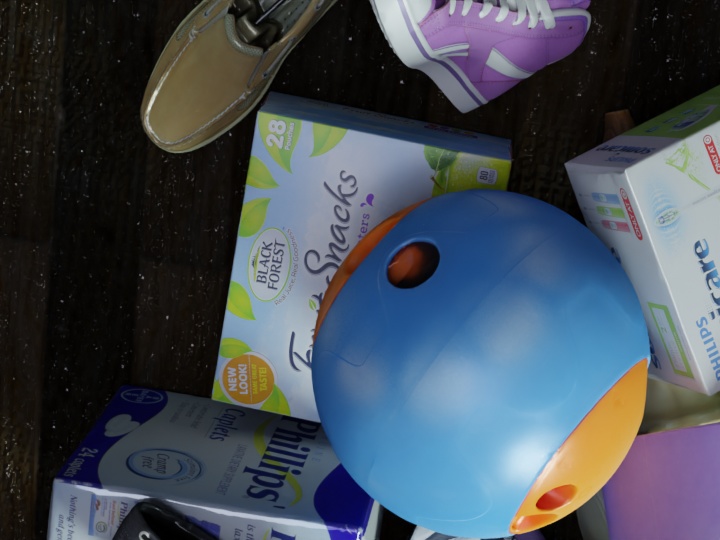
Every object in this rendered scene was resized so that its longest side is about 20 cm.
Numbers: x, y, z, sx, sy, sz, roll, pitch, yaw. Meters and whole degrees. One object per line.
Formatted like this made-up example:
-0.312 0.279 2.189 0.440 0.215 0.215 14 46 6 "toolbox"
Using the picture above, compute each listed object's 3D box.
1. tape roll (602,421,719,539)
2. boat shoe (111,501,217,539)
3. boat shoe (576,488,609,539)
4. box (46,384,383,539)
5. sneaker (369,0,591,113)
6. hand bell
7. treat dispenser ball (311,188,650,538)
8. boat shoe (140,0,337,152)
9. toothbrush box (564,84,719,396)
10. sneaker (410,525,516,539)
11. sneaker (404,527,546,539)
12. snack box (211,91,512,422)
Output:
0.249 0.135 1.109 0.198 0.200 0.086 -9 82 10 "tape roll"
-0.057 0.195 1.057 0.198 0.070 0.067 26 110 6 "boat shoe"
0.207 0.215 1.227 0.062 0.073 0.202 -28 103 -11 "boat shoe"
-0.088 0.164 1.180 0.198 0.184 0.106 9 106 4 "box"
0.074 -0.165 1.063 0.113 0.200 0.073 -23 73 17 "sneaker"
0.183 -0.003 1.159 0.103 0.104 0.202 -9 92 10 "hand bell"
0.070 0.054 1.051 0.198 0.201 0.203 2 107 7 "treat dispenser ball"
-0.075 -0.151 1.139 0.071 0.076 0.200 39 108 -5 "boat shoe"
0.245 -0.038 1.083 0.198 0.086 0.147 -26 103 -14 "toothbrush box"
0.063 0.257 1.158 0.129 0.080 0.200 25 69 8 "sneaker"
0.040 0.226 1.249 0.199 0.076 0.088 -30 90 8 "sneaker"
0.000 0.000 1.178 0.167 0.068 0.202 12 107 1 "snack box"
